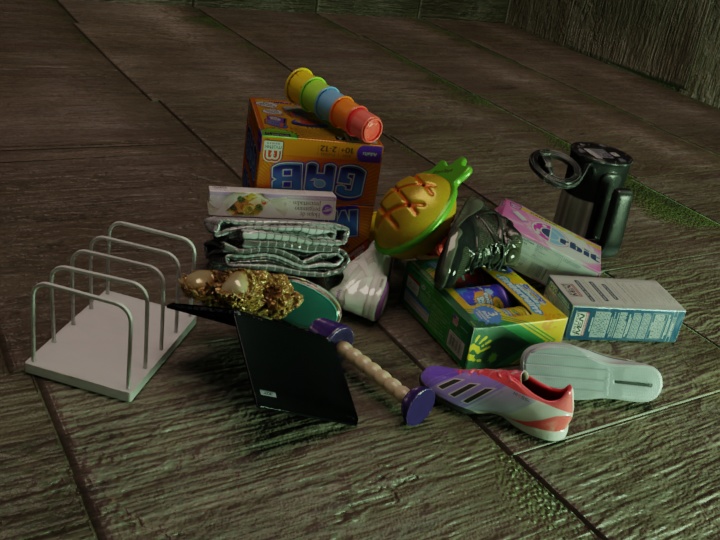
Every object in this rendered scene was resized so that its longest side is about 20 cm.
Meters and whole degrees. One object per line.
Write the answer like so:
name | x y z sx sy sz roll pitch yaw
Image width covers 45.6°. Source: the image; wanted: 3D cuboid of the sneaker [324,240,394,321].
sneaker | 0.000 0.000 1.307 0.097 0.076 0.201 12 26 2

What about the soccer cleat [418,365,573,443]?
soccer cleat | 0.171 0.148 1.079 0.196 0.075 0.068 18 27 15

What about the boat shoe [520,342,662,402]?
boat shoe | 0.309 0.142 1.169 0.196 0.074 0.062 12 1 -5

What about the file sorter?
file sorter | -0.301 0.041 1.061 0.136 0.127 0.201 13 27 8

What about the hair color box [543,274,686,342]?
hair color box | 0.396 0.060 1.350 0.196 0.062 0.100 3 27 -15

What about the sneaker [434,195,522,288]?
sneaker | 0.178 -0.029 1.259 0.113 0.077 0.200 26 37 9

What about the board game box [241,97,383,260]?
board game box | -0.091 -0.155 1.439 0.196 0.204 0.201 2 27 -15

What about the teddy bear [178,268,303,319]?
teddy bear | -0.147 0.034 1.080 0.142 0.068 0.200 1 -4 2

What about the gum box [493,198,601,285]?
gum box | 0.306 -0.037 1.457 0.197 0.067 0.114 27 29 3

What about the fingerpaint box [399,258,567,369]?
fingerpaint box | 0.177 0.055 1.266 0.164 0.075 0.200 -3 29 -26

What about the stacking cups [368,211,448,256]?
stacking cups | 0.082 -0.052 1.402 0.060 0.062 0.199 -8 16 -33

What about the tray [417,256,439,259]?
tray | 0.140 -0.043 1.490 0.098 0.038 0.199 -17 38 -43

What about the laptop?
laptop | -0.118 0.112 1.036 0.197 0.106 0.176 2 -13 41

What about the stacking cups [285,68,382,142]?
stacking cups | -0.038 -0.261 1.361 0.060 0.062 0.199 -15 37 -41

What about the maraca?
maraca | 0.093 -0.098 1.292 0.136 0.107 0.201 2 49 49

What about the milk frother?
milk frother | 0.382 -0.125 1.566 0.196 0.192 0.181 9 25 -1

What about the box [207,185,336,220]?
box | -0.136 -0.103 1.312 0.196 0.040 0.041 1 17 -13

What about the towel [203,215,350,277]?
towel | -0.130 -0.033 1.262 0.196 0.088 0.165 1 4 -19

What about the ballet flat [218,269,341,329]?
ballet flat | -0.121 0.036 1.216 0.196 0.071 0.071 10 7 1

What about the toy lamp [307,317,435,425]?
toy lamp | 0.006 0.122 1.091 0.058 0.059 0.199 -15 35 -41
